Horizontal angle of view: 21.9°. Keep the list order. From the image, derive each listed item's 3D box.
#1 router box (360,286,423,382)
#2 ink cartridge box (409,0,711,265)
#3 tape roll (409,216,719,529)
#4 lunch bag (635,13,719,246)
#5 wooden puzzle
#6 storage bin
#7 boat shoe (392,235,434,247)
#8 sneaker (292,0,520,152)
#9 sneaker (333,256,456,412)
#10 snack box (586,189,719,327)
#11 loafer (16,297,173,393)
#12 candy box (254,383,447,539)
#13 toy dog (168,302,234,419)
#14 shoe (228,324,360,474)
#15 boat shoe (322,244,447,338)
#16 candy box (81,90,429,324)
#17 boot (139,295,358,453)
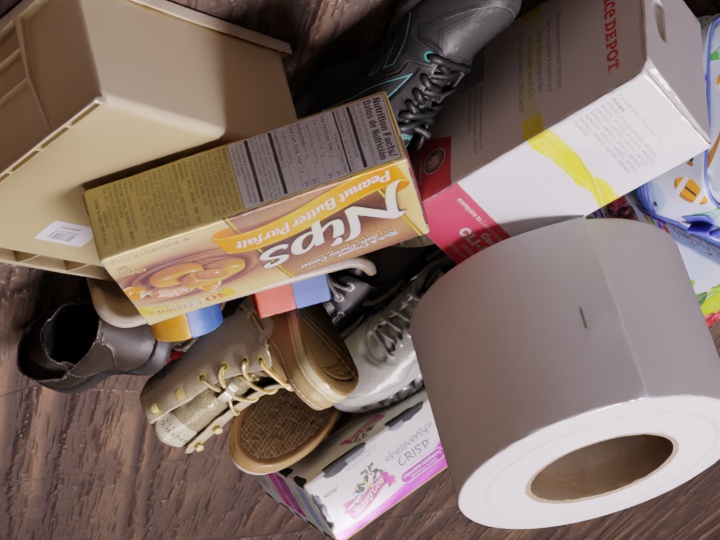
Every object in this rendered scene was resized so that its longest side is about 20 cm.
[{"bbox_3d":[0.072,0.106,1.626,0.062,0.150,0.200,-43,133,-12],"label":"router box"},{"bbox_3d":[0.132,-0.107,1.260,0.200,0.146,0.083,-30,124,29],"label":"ink cartridge box"},{"bbox_3d":[0.146,0.075,1.281,0.202,0.140,0.203,-12,153,-6],"label":"tape roll"},{"bbox_3d":[0.267,-0.096,1.374,0.075,0.161,0.200,-1,170,37],"label":"lunch bag"},{"bbox_3d":[-0.101,0.003,1.368,0.199,0.047,0.185,-11,-163,-10],"label":"wooden puzzle"},{"bbox_3d":[-0.169,-0.081,1.198,0.198,0.094,0.200,-31,154,31],"label":"storage bin"},{"bbox_3d":[0.047,-0.063,1.406,0.199,0.067,0.072,-6,112,-38],"label":"boat shoe"},{"bbox_3d":[0.037,-0.124,1.244,0.075,0.080,0.200,12,142,-42],"label":"sneaker"},{"bbox_3d":[0.048,0.036,1.455,0.200,0.075,0.081,-37,155,5],"label":"sneaker"},{"bbox_3d":[0.197,0.013,1.414,0.142,0.053,0.200,-40,144,22],"label":"snack box"},{"bbox_3d":[-0.222,0.049,1.455,0.071,0.073,0.200,18,159,-35],"label":"loafer"},{"bbox_3d":[-0.009,0.145,1.536,0.136,0.061,0.200,-34,-166,-13],"label":"candy box"},{"bbox_3d":[-0.127,0.056,1.576,0.131,0.097,0.200,-20,145,27],"label":"toy dog"},{"bbox_3d":[-0.048,0.111,1.500,0.200,0.070,0.054,-47,165,-50],"label":"shoe"},{"bbox_3d":[0.000,0.000,1.495,0.199,0.074,0.060,-28,162,-4],"label":"boat shoe"},{"bbox_3d":[-0.062,-0.037,1.181,0.199,0.056,0.116,-19,157,2],"label":"candy box"},{"bbox_3d":[-0.088,0.084,1.386,0.155,0.200,0.073,-39,115,5],"label":"boot"}]
